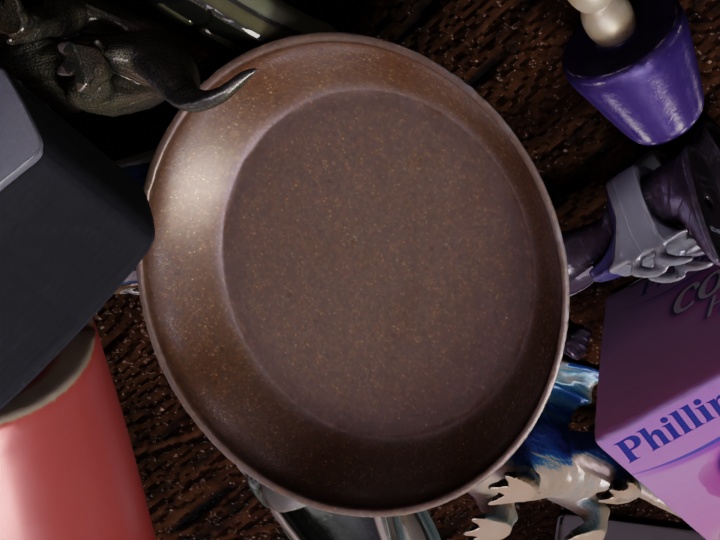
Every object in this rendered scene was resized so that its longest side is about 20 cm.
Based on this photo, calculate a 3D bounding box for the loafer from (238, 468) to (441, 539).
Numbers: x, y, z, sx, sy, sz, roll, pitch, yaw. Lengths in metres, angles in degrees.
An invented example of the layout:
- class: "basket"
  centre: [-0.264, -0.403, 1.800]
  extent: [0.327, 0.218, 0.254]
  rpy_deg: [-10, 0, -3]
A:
- class: "loafer"
  centre: [-0.015, 0.107, 1.243]
  extent: [0.071, 0.063, 0.200]
  rpy_deg: [-16, 127, 24]

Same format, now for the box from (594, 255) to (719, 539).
- class: "box"
  centre: [0.236, 0.063, 1.134]
  extent: [0.175, 0.097, 0.200]
  rpy_deg: [-31, 120, 33]

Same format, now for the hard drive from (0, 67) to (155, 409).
- class: "hard drive"
  centre: [-0.179, 0.021, 1.014]
  extent: [0.200, 0.042, 0.135]
  rpy_deg: [-43, 149, 3]

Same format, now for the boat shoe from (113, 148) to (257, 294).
- class: "boat shoe"
  centre: [-0.084, -0.025, 1.127]
  extent: [0.198, 0.072, 0.073]
  rpy_deg: [-3, 92, -13]

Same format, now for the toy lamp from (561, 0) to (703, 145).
- class: "toy lamp"
  centre: [0.082, -0.133, 1.010]
  extent: [0.058, 0.058, 0.201]
  rpy_deg: [-16, 126, 24]

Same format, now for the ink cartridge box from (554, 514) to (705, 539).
- class: "ink cartridge box"
  centre: [0.162, 0.226, 1.307]
  extent: [0.144, 0.084, 0.201]
  rpy_deg: [7, 133, 5]

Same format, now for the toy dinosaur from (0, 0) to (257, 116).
- class: "toy dinosaur"
  centre: [-0.123, -0.088, 1.058]
  extent: [0.199, 0.102, 0.078]
  rpy_deg: [-13, 87, 29]

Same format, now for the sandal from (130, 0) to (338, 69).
- class: "sandal"
  centre: [-0.085, -0.141, 1.034]
  extent: [0.200, 0.058, 0.080]
  rpy_deg: [29, 171, -37]

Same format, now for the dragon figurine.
- class: "dragon figurine"
  centre: [0.087, 0.080, 1.202]
  extent: [0.198, 0.100, 0.059]
  rpy_deg: [5, 135, -21]

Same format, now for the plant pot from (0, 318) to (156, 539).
- class: "plant pot"
  centre: [-0.192, 0.104, 1.199]
  extent: [0.199, 0.201, 0.178]
  rpy_deg: [5, 125, 6]

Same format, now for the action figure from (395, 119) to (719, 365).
- class: "action figure"
  centre: [0.074, 0.004, 1.107]
  extent: [0.199, 0.130, 0.070]
  rpy_deg: [-27, 78, 29]

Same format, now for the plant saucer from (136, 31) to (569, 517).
- class: "plant saucer"
  centre: [0.000, 0.000, 1.048]
  extent: [0.199, 0.037, 0.202]
  rpy_deg: [7, 105, 26]
